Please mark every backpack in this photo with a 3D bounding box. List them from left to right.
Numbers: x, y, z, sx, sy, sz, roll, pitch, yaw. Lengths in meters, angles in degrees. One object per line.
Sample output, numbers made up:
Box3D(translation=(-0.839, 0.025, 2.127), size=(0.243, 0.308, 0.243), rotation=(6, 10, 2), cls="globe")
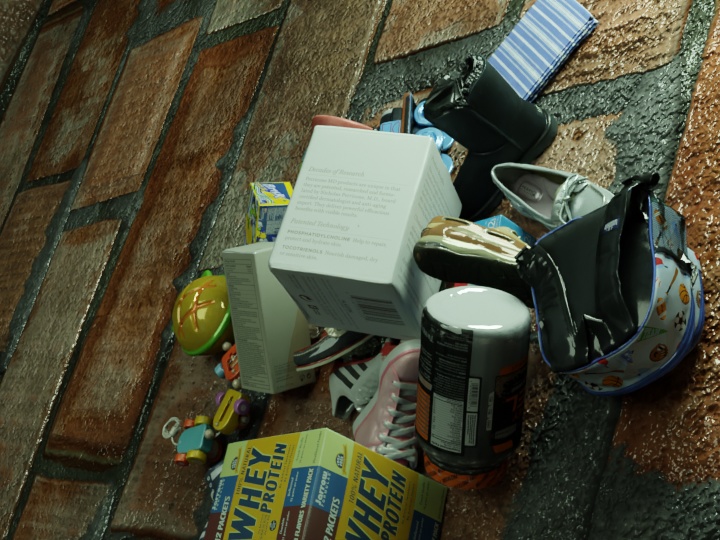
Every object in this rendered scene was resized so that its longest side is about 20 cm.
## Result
Box3D(translation=(0.266, 0.034, 1.346), size=(0.199, 0.153, 0.192), rotation=(-36, 32, 41), cls="backpack")

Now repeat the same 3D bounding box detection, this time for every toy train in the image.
Box3D(translation=(-0.211, 0.208, 1.944), size=(0.200, 0.055, 0.151), rotation=(-49, 33, 11), cls="toy train")
Box3D(translation=(0.068, -0.154, 1.782), size=(0.113, 0.087, 0.202), rotation=(-6, 56, 15), cls="toy train")

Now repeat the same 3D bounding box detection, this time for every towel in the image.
Box3D(translation=(0.228, -0.286, 1.757), size=(0.201, 0.024, 0.145), rotation=(-50, 32, 13), cls="towel")

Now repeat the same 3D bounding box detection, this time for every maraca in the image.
Box3D(translation=(-0.248, 0.065, 2.048), size=(0.138, 0.107, 0.200), rotation=(-56, 27, -3), cls="maraca")

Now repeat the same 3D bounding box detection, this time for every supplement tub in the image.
Box3D(translation=(0.122, 0.130, 1.426), size=(0.122, 0.121, 0.203), rotation=(-137, 44, -56), cls="supplement tub")

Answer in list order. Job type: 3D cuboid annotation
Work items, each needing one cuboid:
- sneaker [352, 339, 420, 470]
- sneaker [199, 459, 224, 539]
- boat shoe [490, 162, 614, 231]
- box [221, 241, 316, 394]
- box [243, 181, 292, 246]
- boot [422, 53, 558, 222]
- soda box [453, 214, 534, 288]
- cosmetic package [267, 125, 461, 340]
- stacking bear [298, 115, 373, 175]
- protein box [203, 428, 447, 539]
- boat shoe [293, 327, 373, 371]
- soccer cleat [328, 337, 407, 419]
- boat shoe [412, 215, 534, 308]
Box3D(translation=(0.052, 0.181, 1.564), size=(0.106, 0.074, 0.201), rotation=(-103, 31, -43), cls="sneaker")
Box3D(translation=(-0.195, 0.350, 1.793), size=(0.201, 0.070, 0.108), rotation=(-56, 38, -5), cls="sneaker")
Box3D(translation=(0.233, -0.087, 1.556), size=(0.075, 0.064, 0.202), rotation=(-59, 33, 2), cls="boat shoe")
Box3D(translation=(-0.130, 0.065, 1.825), size=(0.094, 0.077, 0.203), rotation=(5, 105, 53), cls="box")
Box3D(translation=(-0.138, -0.028, 1.921), size=(0.070, 0.063, 0.202), rotation=(-117, 30, -53), cls="box")
Box3D(translation=(0.135, -0.166, 1.653), size=(0.200, 0.167, 0.077), rotation=(-47, 36, 20), cls="boot")
Box3D(translation=(0.154, 0.040, 1.564), size=(0.064, 0.067, 0.203), rotation=(-15, 54, 46), cls="soda box")
Box3D(translation=(0.012, -0.045, 1.597), size=(0.164, 0.168, 0.202), rotation=(7, 65, 23), cls="cosmetic package")
Box3D(translation=(-0.044, -0.117, 1.910), size=(0.120, 0.114, 0.203), rotation=(13, 86, 20), cls="stacking bear")
Box3D(translation=(-0.042, 0.292, 1.517), size=(0.197, 0.199, 0.137), rotation=(-16, 53, 47), cls="protein box")
Box3D(translation=(-0.009, 0.069, 1.712), size=(0.198, 0.063, 0.071), rotation=(-30, 5, 12), cls="boat shoe")
Box3D(translation=(0.026, 0.143, 1.666), size=(0.199, 0.068, 0.086), rotation=(-20, 59, 49), cls="soccer cleat")
Box3D(translation=(0.163, -0.018, 1.502), size=(0.076, 0.197, 0.074), rotation=(101, -172, -54), cls="boat shoe")
